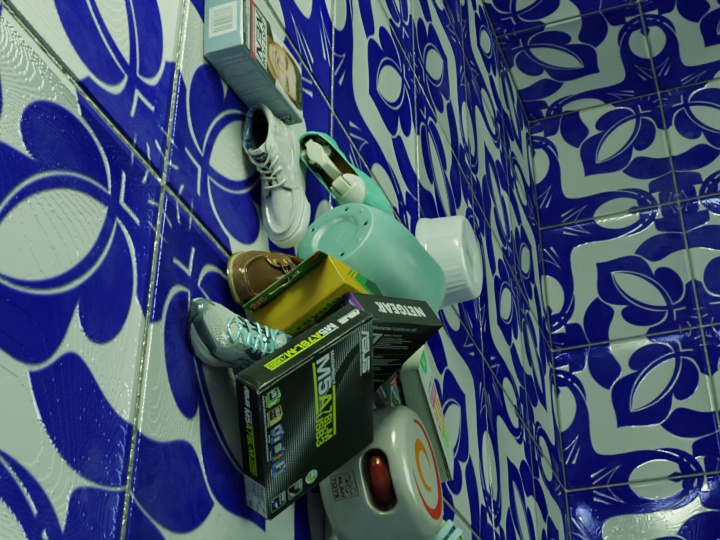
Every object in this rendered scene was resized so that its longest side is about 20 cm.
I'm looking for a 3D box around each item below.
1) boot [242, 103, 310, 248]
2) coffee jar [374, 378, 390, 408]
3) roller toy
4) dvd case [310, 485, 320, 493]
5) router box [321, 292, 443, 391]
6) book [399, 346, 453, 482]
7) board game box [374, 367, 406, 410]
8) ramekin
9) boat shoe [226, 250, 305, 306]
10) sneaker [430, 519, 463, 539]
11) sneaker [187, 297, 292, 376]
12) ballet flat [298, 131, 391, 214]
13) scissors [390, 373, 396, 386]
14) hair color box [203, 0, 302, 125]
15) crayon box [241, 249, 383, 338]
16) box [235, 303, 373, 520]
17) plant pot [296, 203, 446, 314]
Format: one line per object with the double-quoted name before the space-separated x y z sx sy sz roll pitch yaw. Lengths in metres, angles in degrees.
"boot" -0.124 -0.132 1.510 0.096 0.073 0.200 44 29 -51
"coffee jar" 0.004 0.110 1.713 0.200 0.085 0.104 -82 154 -44
"roller toy" 0.021 0.282 1.501 0.183 0.140 0.200 -85 155 -54
"dvd case" -0.089 0.189 1.478 0.200 0.025 0.151 57 28 -49
"router box" 0.004 0.100 1.468 0.051 0.149 0.200 54 22 24
"book" 0.111 0.237 1.850 0.134 0.048 0.200 -62 137 -72
"board game box" 0.046 0.243 1.805 0.148 0.064 0.200 51 34 -57
"ramekin" 0.192 -0.022 2.364 0.200 0.098 0.201 -11 90 -72
"boat shoe" -0.113 0.005 1.441 0.200 0.067 0.072 -6 86 -72
"sneaker" 0.112 0.373 1.704 0.080 0.130 0.200 -35 141 -56
"sneaker" -0.126 0.084 1.305 0.200 0.086 0.078 46 38 -48
"ballet flat" -0.034 -0.140 1.689 0.200 0.067 0.070 49 18 25
"scissors" -0.011 0.212 1.709 0.200 0.073 0.014 -57 165 -34
"hair color box" -0.145 -0.289 1.534 0.200 0.061 0.099 49 34 -59
"crayon box" -0.053 0.050 1.431 0.051 0.127 0.200 58 11 24
"box" -0.060 0.167 1.316 0.193 0.047 0.200 -29 131 -38
"plant pot" 0.000 0.000 1.611 0.161 0.200 0.201 53 30 -36
